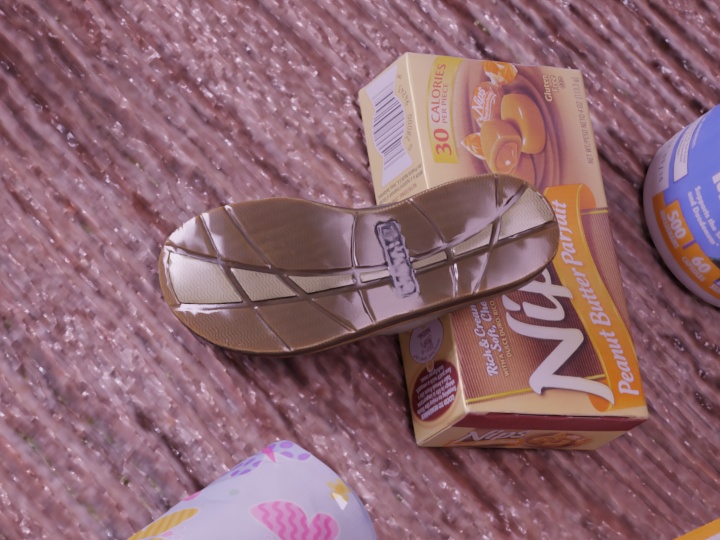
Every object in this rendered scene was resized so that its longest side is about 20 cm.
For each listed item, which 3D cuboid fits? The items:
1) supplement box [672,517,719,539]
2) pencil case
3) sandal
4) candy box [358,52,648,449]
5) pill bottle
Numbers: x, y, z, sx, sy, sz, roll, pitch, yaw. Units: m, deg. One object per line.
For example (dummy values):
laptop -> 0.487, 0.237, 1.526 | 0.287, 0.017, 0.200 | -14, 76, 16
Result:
supplement box -> 0.194, 0.222, 1.486 | 0.073, 0.126, 0.201 | 27, 57, -21
pencil case -> -0.080, 0.161, 1.365 | 0.200, 0.083, 0.091 | -36, 110, -38
sandal -> 0.000, 0.000, 1.486 | 0.199, 0.054, 0.081 | -11, 75, -8
candy box -> 0.073, -0.009, 1.558 | 0.115, 0.055, 0.201 | 3, 68, -31
pill bottle -> 0.251, -0.062, 1.604 | 0.112, 0.200, 0.113 | 13, 62, -27
